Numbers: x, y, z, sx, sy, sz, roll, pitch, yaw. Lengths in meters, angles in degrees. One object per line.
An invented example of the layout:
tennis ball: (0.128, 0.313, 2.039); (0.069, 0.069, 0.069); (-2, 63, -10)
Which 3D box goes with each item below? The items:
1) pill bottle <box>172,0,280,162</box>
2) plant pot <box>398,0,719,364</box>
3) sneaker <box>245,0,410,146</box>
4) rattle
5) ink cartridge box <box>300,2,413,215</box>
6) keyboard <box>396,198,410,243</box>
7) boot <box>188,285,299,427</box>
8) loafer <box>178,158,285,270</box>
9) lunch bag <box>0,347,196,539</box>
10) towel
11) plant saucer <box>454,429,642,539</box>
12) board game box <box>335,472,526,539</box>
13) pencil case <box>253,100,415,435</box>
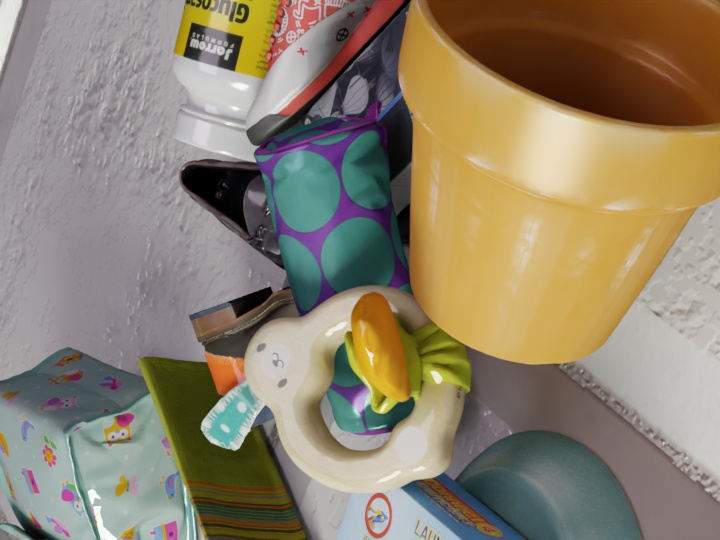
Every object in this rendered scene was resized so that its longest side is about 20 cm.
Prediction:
pill bottle: (-0.077, -0.187, 1.298); (0.112, 0.112, 0.201); (24, 102, 53)
plant pot: (0.106, -0.057, 0.970); (0.201, 0.199, 0.184); (57, 142, 43)
sneaker: (-0.037, -0.190, 1.218); (0.108, 0.067, 0.201); (45, 109, 0)
rattle: (-0.046, 0.064, 1.029); (0.199, 0.143, 0.131); (9, 98, 29)
ink cartridge box: (0.033, -0.111, 1.158); (0.200, 0.039, 0.100); (-42, 54, 43)
keyboard: (0.065, -0.087, 1.162); (0.199, 0.020, 0.128); (-7, 82, 52)
boot: (-0.035, 0.054, 1.248); (0.199, 0.074, 0.098); (-15, 94, 45)
loafer: (-0.074, -0.046, 1.294); (0.200, 0.063, 0.072); (22, 93, 58)
lunch bag: (-0.212, 0.182, 1.394); (0.170, 0.121, 0.201); (15, 122, 51)
towel: (-0.099, 0.137, 1.279); (0.018, 0.086, 0.201); (-56, 42, 29)
plant saucer: (0.091, 0.196, 1.050); (0.199, 0.036, 0.202); (-17, 69, 51)
board game box: (0.043, 0.242, 1.028); (0.200, 0.056, 0.197); (35, 111, 51)
pencil case: (0.000, 0.000, 1.123); (0.085, 0.092, 0.201); (-164, 56, -75)
